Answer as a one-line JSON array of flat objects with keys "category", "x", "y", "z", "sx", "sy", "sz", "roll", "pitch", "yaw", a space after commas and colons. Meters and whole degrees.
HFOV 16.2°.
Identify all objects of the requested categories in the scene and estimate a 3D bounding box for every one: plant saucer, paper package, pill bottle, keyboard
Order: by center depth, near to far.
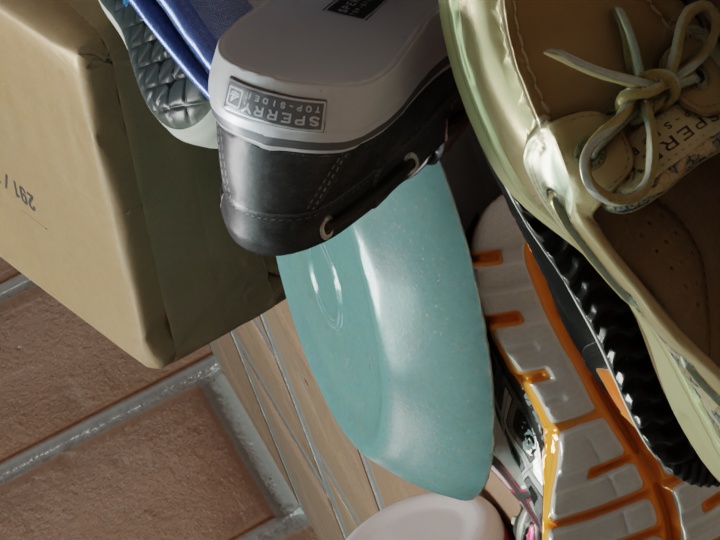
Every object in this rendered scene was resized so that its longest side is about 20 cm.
[{"category": "plant saucer", "x": 0.000, "y": 0.000, "z": 1.012, "sx": 0.200, "sy": 0.036, "sz": 0.201, "roll": 165, "pitch": 90, "yaw": -76}, {"category": "keyboard", "x": 0.050, "y": -0.019, "z": 1.052, "sx": 0.011, "sy": 0.056, "sz": 0.200, "roll": 14, "pitch": 144, "yaw": 30}, {"category": "paper package", "x": -0.128, "y": -0.087, "z": 1.130, "sx": 0.200, "sy": 0.103, "sz": 0.191, "roll": 34, "pitch": 146, "yaw": 38}, {"category": "pill bottle", "x": 0.068, "y": 0.250, "z": 1.615, "sx": 0.200, "sy": 0.116, "sz": 0.116, "roll": 66, "pitch": 172, "yaw": -25}]

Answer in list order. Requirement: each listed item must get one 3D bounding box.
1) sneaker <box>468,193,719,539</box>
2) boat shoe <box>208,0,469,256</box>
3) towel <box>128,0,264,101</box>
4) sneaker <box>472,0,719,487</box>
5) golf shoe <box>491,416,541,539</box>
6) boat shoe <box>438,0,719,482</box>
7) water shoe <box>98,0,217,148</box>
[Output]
[{"category": "sneaker", "x": 0.090, "y": 0.061, "z": 0.975, "sx": 0.077, "sy": 0.078, "sz": 0.201, "roll": -166, "pitch": 59, "yaw": -80}, {"category": "boat shoe", "x": 0.008, "y": -0.057, "z": 0.776, "sx": 0.200, "sy": 0.070, "sz": 0.066, "roll": -50, "pitch": -29, "yaw": -62}, {"category": "towel", "x": -0.032, "y": -0.112, "z": 0.906, "sx": 0.147, "sy": 0.024, "sz": 0.200, "roll": 52, "pitch": -152, "yaw": 11}, {"category": "sneaker", "x": 0.071, "y": -0.030, "z": 0.782, "sx": 0.200, "sy": 0.070, "sz": 0.090, "roll": 65, "pitch": 172, "yaw": -23}, {"category": "golf shoe", "x": 0.094, "y": 0.078, "z": 1.066, "sx": 0.088, "sy": 0.077, "sz": 0.200, "roll": 29, "pitch": 155, "yaw": 49}, {"category": "boat shoe", "x": 0.094, "y": -0.017, "z": 0.700, "sx": 0.200, "sy": 0.073, "sz": 0.063, "roll": 54, "pitch": 169, "yaw": -16}, {"category": "water shoe", "x": -0.052, "y": -0.105, "z": 0.975, "sx": 0.079, "sy": 0.072, "sz": 0.200, "roll": 22, "pitch": -147, "yaw": -30}]
